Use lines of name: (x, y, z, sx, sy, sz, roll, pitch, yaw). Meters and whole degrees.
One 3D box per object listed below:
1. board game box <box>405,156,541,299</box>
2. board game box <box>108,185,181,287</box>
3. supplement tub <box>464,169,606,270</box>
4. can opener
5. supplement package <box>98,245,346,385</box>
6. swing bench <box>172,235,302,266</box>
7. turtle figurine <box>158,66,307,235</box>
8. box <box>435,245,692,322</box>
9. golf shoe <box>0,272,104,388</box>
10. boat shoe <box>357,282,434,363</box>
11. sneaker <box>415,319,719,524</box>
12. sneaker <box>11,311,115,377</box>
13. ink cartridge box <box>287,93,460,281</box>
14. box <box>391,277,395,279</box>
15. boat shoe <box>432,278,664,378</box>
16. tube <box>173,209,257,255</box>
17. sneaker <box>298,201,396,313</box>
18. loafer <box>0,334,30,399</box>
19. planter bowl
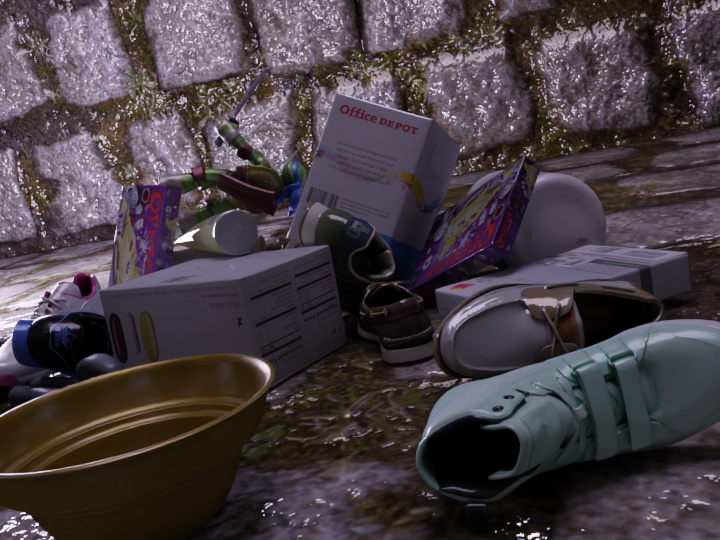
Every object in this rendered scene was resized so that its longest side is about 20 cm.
board game box: (0.124, -0.042, 0.951, 0.032, 0.121, 0.200, 27, -26, -15)
board game box: (-0.284, -0.008, 1.067, 0.119, 0.203, 0.032, 5, -4, 43)
supplement tub: (0.209, -0.058, 1.030, 0.130, 0.133, 0.200, -12, 9, -6)
can opener: (-0.279, 0.115, 0.816, 0.199, 0.067, 0.052, -10, 8, 39)
supplement package: (-0.143, 0.050, 0.874, 0.198, 0.112, 0.155, -6, 10, 33)
swing bench: (-0.165, -0.002, 1.166, 0.197, 0.131, 0.200, -6, 16, 26)
turtle figurine: (-0.172, -0.137, 1.150, 0.192, 0.202, 0.144, -17, -20, 3)
box: (0.198, 0.019, 0.825, 0.198, 0.042, 0.156, -14, 9, -21)
golf shoe: (-0.362, 0.065, 0.951, 0.074, 0.093, 0.200, 6, 20, 15)
boat shoe: (0.032, 0.043, 0.863, 0.071, 0.060, 0.200, -13, 10, -5)
sneaker: (0.127, 0.086, 0.462, 0.199, 0.075, 0.118, -19, 0, 18)
sneaker: (-0.293, 0.084, 0.910, 0.077, 0.071, 0.200, -2, -6, 11)
ink cartridge box: (0.023, -0.107, 1.103, 0.146, 0.202, 0.146, 20, 1, 23)
box: (0.095, -0.028, 1.258, 0.198, 0.042, 0.156, -11, 10, 5)
boat shoe: (0.157, 0.043, 0.680, 0.198, 0.076, 0.068, -14, 5, -21)
tube: (-0.172, -0.044, 1.001, 0.058, 0.052, 0.200, 26, -8, -22)
sneaker: (0.000, 0.000, 0.950, 0.089, 0.201, 0.068, 17, 65, 25)
loafer: (-0.440, 0.116, 0.953, 0.072, 0.072, 0.200, -8, 10, 17)
planter bowl: (-0.144, 0.125, 0.529, 0.198, 0.084, 0.200, -10, 9, 2)
